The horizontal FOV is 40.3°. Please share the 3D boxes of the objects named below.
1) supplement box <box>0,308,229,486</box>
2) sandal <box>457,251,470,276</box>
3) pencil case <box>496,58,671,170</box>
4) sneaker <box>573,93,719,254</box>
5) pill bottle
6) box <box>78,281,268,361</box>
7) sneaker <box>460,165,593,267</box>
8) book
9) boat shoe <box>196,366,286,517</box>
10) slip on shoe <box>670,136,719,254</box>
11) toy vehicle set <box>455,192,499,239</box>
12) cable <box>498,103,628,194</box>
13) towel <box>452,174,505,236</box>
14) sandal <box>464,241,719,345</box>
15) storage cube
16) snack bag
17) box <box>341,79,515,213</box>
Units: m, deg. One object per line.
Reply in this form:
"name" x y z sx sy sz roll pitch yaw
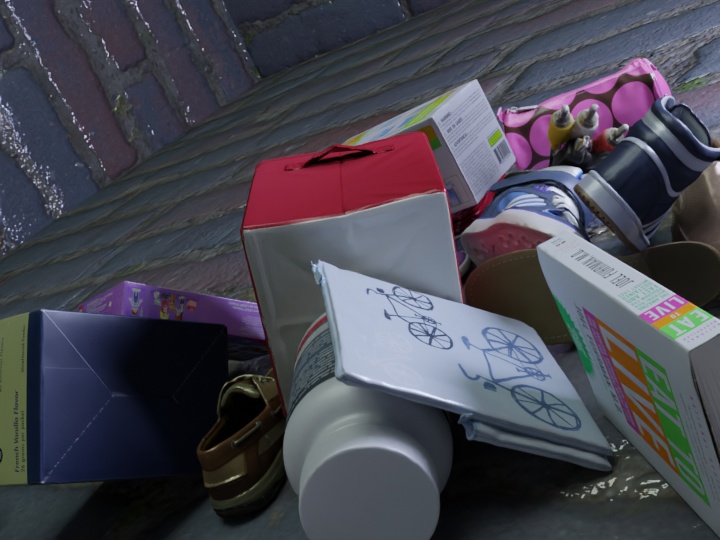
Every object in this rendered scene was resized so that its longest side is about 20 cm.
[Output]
"supplement box" -0.254 0.121 0.880 0.198 0.137 0.198 -12 -14 40
"sandal" 0.021 0.021 1.026 0.200 0.050 0.083 -27 18 4
"pencil case" 0.263 -0.181 1.150 0.197 0.095 0.091 -21 19 19
"sneaker" 0.241 -0.077 0.811 0.109 0.070 0.200 -47 -16 12
"pill bottle" 0.005 0.112 0.697 0.118 0.121 0.200 -24 18 9
"box" -0.174 0.056 1.006 0.197 0.040 0.136 12 -17 -33
"sneaker" 0.193 -0.057 0.937 0.146 0.081 0.200 -38 15 -16
"book" 0.174 0.060 0.570 0.048 0.135 0.200 -28 18 -2
"boat shoe" -0.087 0.127 0.862 0.075 0.075 0.201 -20 20 20
"slip on shoe" 0.297 -0.059 0.828 0.075 0.061 0.201 -18 21 27
"toy vehicle set" 0.097 -0.078 1.219 0.123 0.027 0.200 -29 18 0
"cable" 0.218 -0.114 1.039 0.200 0.096 0.051 132 156 -72
"towel" 0.068 -0.061 1.137 0.198 0.023 0.145 -19 21 30
"sandal" 0.194 0.017 0.800 0.209 0.079 0.069 -8 -6 30
"storage cube" 0.000 0.000 0.859 0.168 0.203 0.180 -10 21 2
"snack bag" 0.061 0.061 0.684 0.189 0.197 0.022 -108 37 -65
"box" 0.051 -0.112 1.081 0.198 0.102 0.112 -18 18 42
